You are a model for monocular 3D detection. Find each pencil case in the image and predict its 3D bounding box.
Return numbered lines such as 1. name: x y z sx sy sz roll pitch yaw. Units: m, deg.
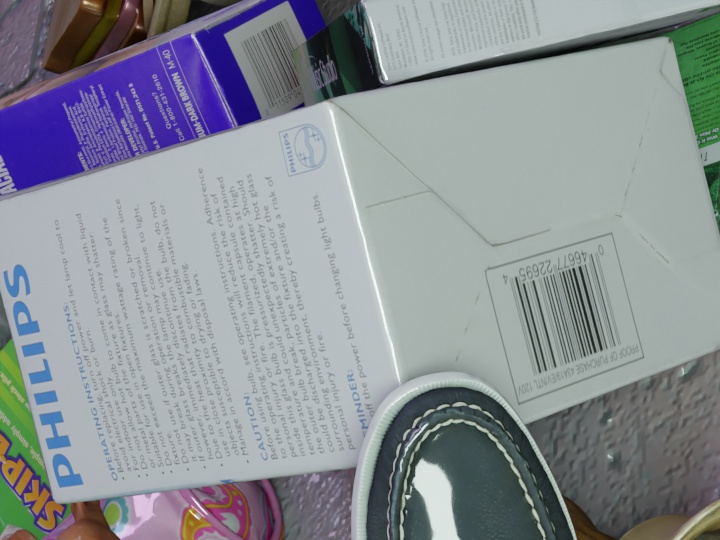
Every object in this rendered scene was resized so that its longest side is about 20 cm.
1. pencil case: -0.127 0.149 0.946 0.200 0.087 0.087 -40 39 20

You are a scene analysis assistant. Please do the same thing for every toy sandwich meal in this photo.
1. toy sandwich meal: -0.127 -0.186 1.163 0.205 0.070 0.205 -169 90 -81

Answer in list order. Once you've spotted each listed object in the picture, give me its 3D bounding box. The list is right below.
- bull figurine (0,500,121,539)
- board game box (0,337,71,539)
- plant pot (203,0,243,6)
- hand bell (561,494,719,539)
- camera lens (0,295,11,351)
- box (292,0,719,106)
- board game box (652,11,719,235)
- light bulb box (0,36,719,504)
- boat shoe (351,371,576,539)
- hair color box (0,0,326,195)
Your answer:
1. bull figurine: -0.089 0.175 0.831 0.065 0.200 0.121 -21 23 -6
2. board game box: -0.135 0.065 1.002 0.200 0.030 0.096 -45 69 36
3. plant pot: 0.008 -0.231 1.032 0.200 0.187 0.188 0 62 33
4. hand bell: 0.089 0.106 0.746 0.104 0.104 0.200 -60 24 -6
5. camera lens: -0.262 0.011 1.146 0.160 0.160 0.200 -40 38 21
6. box: 0.056 -0.097 0.823 0.200 0.144 0.036 175 81 -81
7. board game box: 0.083 -0.038 0.902 0.200 0.023 0.105 -17 48 42
8. light bulb box: 0.000 0.000 0.795 0.200 0.198 0.125 -13 92 45
9. boat shoe: 0.046 0.131 0.650 0.076 0.200 0.060 -16 12 -7
10. hair color box: -0.119 -0.078 1.049 0.200 0.065 0.109 -19 11 34
